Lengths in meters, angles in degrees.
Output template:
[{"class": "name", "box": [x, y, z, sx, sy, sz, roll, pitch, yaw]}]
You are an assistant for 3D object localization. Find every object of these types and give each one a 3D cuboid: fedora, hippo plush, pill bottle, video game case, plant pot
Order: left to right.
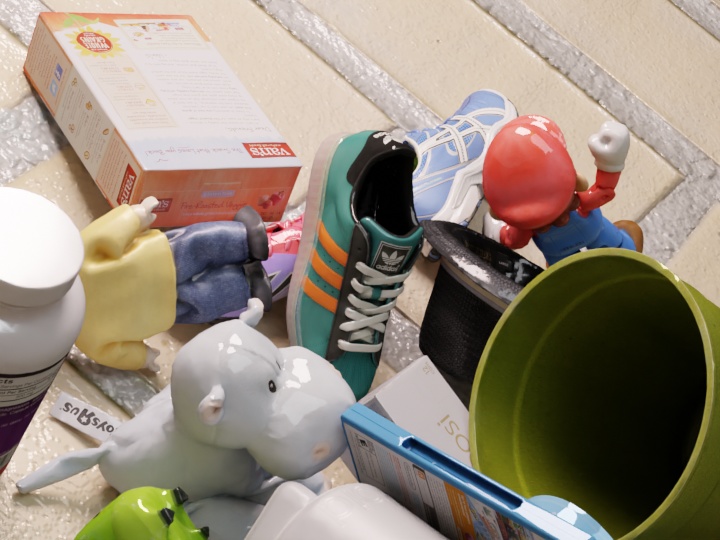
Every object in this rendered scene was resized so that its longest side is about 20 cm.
[{"class": "pill bottle", "box": [-0.235, 0.043, 1.225, 0.112, 0.200, 0.113, 18, 43, -18]}, {"class": "hippo plush", "box": [-0.083, 0.084, 1.314, 0.200, 0.161, 0.159, 27, 41, -8]}, {"class": "video game case", "box": [0.073, 0.172, 1.223, 0.018, 0.143, 0.200, -36, 41, -27]}, {"class": "fedora", "box": [0.102, 0.042, 1.501, 0.200, 0.092, 0.201, 30, 9, -5]}, {"class": "plant pot", "box": [0.209, 0.106, 1.366, 0.193, 0.200, 0.201, 19, 40, -42]}]

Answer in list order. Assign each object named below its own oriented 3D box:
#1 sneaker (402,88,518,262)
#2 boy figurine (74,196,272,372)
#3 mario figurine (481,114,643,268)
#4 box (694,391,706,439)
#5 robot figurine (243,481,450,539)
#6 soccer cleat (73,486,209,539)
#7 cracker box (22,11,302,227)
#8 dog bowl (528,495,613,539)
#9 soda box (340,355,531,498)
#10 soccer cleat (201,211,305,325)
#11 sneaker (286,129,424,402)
[{"class": "sneaker", "box": [0.070, -0.094, 1.650, 0.077, 0.076, 0.200, 34, 39, -6]}, {"class": "boy figurine", "box": [-0.160, 0.014, 1.383, 0.200, 0.125, 0.064, -12, 25, -15]}, {"class": "mario figurine", "box": [0.153, -0.063, 1.588, 0.106, 0.124, 0.200, 36, -8, 36]}, {"class": "box", "box": [0.326, 0.174, 1.524, 0.192, 0.122, 0.200, 4, 49, -31]}, {"class": "robot figurine", "box": [0.016, 0.202, 1.201, 0.200, 0.113, 0.170, 33, 4, 35]}, {"class": "soccer cleat", "box": [-0.098, 0.224, 1.248, 0.200, 0.081, 0.068, 57, 20, -4]}, {"class": "cracker box", "box": [-0.149, -0.114, 1.518, 0.134, 0.058, 0.200, -3, 40, -35]}, {"class": "dog bowl", "box": [0.145, 0.232, 1.249, 0.050, 0.112, 0.200, -30, 70, -32]}, {"class": "soda box", "box": [0.068, 0.162, 1.379, 0.200, 0.064, 0.068, 54, 42, 1]}, {"class": "soccer cleat", "box": [-0.058, -0.012, 1.490, 0.200, 0.073, 0.068, -10, 57, -39]}, {"class": "sneaker", "box": [0.000, 0.000, 1.442, 0.071, 0.080, 0.200, 4, 89, -36]}]
